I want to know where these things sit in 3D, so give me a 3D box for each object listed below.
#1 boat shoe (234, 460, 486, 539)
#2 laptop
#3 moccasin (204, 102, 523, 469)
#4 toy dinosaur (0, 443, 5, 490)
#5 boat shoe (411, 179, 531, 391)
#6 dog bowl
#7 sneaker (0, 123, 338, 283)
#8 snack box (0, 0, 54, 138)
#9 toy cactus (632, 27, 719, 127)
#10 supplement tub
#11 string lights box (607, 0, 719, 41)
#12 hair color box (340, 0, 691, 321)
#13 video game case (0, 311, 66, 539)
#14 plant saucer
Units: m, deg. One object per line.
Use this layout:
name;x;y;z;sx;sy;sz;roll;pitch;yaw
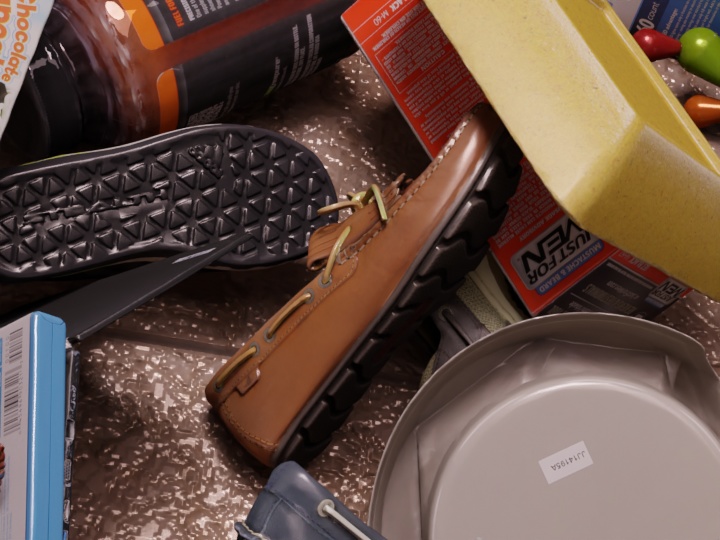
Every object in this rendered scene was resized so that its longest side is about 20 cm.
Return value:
boat shoe;0.032;0.135;0.777;0.200;0.075;0.062;29;88;-26
laptop;-0.145;0.084;0.843;0.103;0.177;0.201;19;64;-43
moccasin;0.001;0.000;0.921;0.078;0.202;0.074;44;18;20
toy dinosaur;-0.238;0.110;0.795;0.200;0.105;0.182;-30;34;-10
boat shoe;0.057;0.047;0.959;0.066;0.072;0.201;-26;68;-12
dog bowl;0.101;0.120;0.874;0.199;0.059;0.201;0;85;0
sneaker;-0.112;-0.032;0.961;0.199;0.083;0.072;-3;88;-19
snack box;-0.189;-0.081;0.898;0.037;0.116;0.201;21;93;-24
toy cactus;0.240;-0.059;1.060;0.164;0.102;0.200;-4;49;-26
supplement tub;-0.097;-0.128;1.014;0.200;0.107;0.107;-27;66;-27
string lights box;0.236;-0.157;1.109;0.199;0.103;0.059;25;56;4
hair color box;0.082;-0.062;1.002;0.064;0.111;0.200;-38;65;16
video game case;-0.189;0.114;0.785;0.018;0.200;0.144;23;54;-43
plant saucer;0.110;-0.091;0.946;0.200;0.048;0.200;21;34;-57
